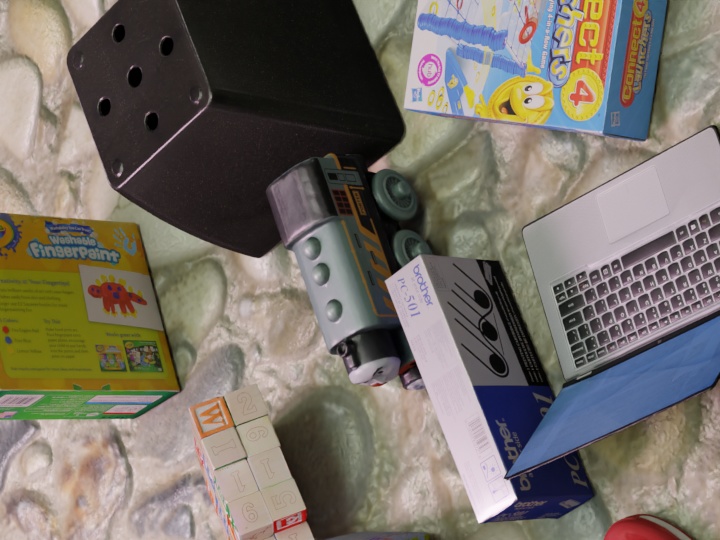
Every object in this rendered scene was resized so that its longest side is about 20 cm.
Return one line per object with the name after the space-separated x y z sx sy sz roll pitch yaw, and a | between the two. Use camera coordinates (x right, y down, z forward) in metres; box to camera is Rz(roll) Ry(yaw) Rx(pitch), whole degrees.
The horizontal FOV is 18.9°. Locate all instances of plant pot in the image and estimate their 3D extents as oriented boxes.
-0.118 -0.149 1.759 0.199 0.177 0.201 -38 62 34 | plant pot

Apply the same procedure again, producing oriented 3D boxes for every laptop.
0.176 0.022 1.514 0.187 0.116 0.201 -29 68 37 | laptop

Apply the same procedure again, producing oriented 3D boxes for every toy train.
0.000 0.000 1.678 0.085 0.114 0.201 -32 68 37 | toy train

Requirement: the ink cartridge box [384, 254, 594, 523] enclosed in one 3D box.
0.095 0.086 1.600 0.044 0.094 0.201 -37 64 35 | ink cartridge box

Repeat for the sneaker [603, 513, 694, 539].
0.206 0.251 1.470 0.078 0.115 0.200 -52 56 27 | sneaker

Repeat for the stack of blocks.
-0.075 0.207 1.733 0.115 0.058 0.201 94 155 -65 | stack of blocks

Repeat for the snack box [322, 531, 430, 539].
0.009 0.298 1.612 0.067 0.169 0.201 -2 86 12 | snack box

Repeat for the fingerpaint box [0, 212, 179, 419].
-0.270 0.041 1.871 0.073 0.199 0.168 -31 68 38 | fingerpaint box

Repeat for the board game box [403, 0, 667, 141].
0.133 -0.206 1.609 0.195 0.056 0.201 10 94 43 | board game box
